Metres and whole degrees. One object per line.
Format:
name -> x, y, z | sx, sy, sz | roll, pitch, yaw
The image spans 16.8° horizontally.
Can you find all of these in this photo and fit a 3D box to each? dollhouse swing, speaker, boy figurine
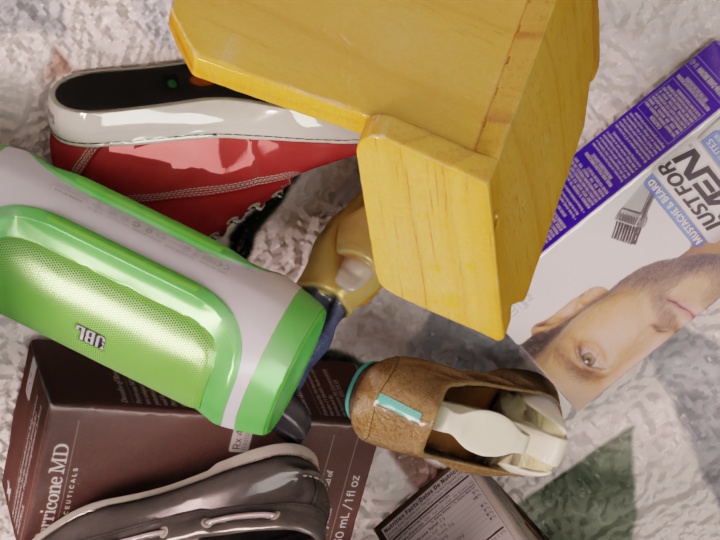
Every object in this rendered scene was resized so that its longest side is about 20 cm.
dollhouse swing -> 0.014, -0.102, 1.255 | 0.175, 0.201, 0.182 | 10, 144, 15
speaker -> -0.121, 0.009, 1.246 | 0.199, 0.088, 0.089 | 26, 112, 5
boy figurine -> 0.000, 0.000, 1.345 | 0.064, 0.124, 0.200 | 37, 74, 2

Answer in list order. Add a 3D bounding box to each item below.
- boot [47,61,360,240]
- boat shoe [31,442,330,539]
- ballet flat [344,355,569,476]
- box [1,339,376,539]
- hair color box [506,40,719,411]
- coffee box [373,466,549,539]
boot -> -0.066, -0.040, 1.321 | 0.199, 0.073, 0.145 | -5, 121, -6
boat shoe -> -0.109, 0.155, 1.328 | 0.199, 0.057, 0.067 | -24, 140, 13
ballet flat -> 0.074, 0.088, 1.394 | 0.200, 0.072, 0.068 | 17, 94, -52
box -> -0.096, 0.104, 1.391 | 0.199, 0.075, 0.101 | 5, 118, -19
hair color box -> 0.165, -0.025, 1.408 | 0.200, 0.065, 0.109 | -39, 124, 8
coffee box -> 0.097, 0.212, 1.440 | 0.080, 0.200, 0.113 | -41, 122, 4
